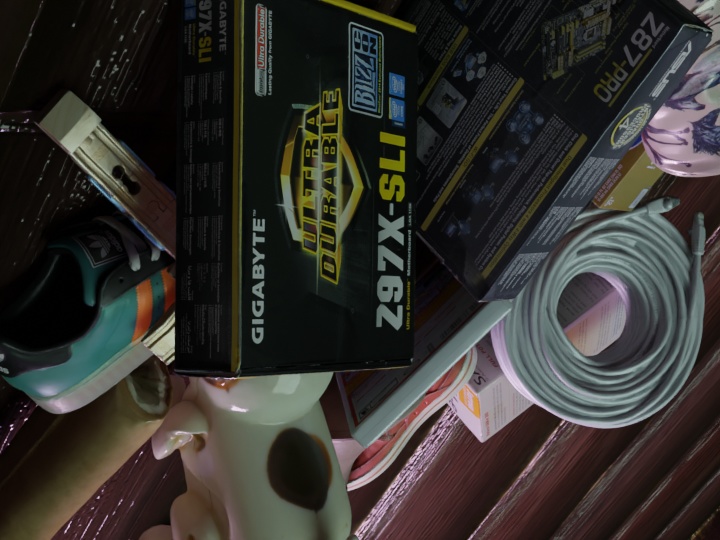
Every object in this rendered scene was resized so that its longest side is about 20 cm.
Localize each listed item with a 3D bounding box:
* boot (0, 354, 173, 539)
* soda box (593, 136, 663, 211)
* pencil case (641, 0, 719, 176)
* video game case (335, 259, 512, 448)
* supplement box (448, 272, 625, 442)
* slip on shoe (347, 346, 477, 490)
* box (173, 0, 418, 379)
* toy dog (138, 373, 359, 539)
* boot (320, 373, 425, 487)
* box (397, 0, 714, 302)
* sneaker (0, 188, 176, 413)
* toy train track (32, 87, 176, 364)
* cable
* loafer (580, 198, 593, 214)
[{"bbox_3d":[-0.189,0.147,0.729,0.200,0.176,0.066,-46,137,15],"label":"boot"},{"bbox_3d":[0.245,-0.146,0.960,0.064,0.068,0.201,2,131,-52],"label":"soda box"},{"bbox_3d":[0.210,-0.144,0.750,0.088,0.079,0.200,-6,147,19],"label":"pencil case"},{"bbox_3d":[0.040,0.051,0.907,0.143,0.017,0.200,-44,-169,4],"label":"video game case"},{"bbox_3d":[0.170,0.062,1.155,0.199,0.074,0.126,-35,152,-12],"label":"supplement box"},{"bbox_3d":[0.021,0.123,1.078,0.061,0.074,0.200,29,118,-26],"label":"slip on shoe"},{"bbox_3d":[-0.030,-0.046,0.648,0.159,0.049,0.203,4,87,-56],"label":"box"},{"bbox_3d":[-0.074,0.111,0.815,0.138,0.193,0.202,-7,105,-28],"label":"toy dog"},{"bbox_3d":[-0.032,0.168,1.036,0.198,0.071,0.147,-17,136,-8],"label":"boot"},{"bbox_3d":[0.085,-0.108,0.708,0.049,0.161,0.201,-2,133,-50],"label":"box"},{"bbox_3d":[-0.127,-0.004,0.686,0.200,0.071,0.080,-43,148,-8],"label":"sneaker"},{"bbox_3d":[-0.096,-0.019,0.647,0.115,0.032,0.200,-50,126,-12],"label":"toy train track"},{"bbox_3d":[0.209,0.036,1.058,0.198,0.203,0.069,-2,-179,-13],"label":"cable"},{"bbox_3d":[0.137,-0.113,0.795,0.073,0.072,0.201,-36,132,-22],"label":"loafer"}]
